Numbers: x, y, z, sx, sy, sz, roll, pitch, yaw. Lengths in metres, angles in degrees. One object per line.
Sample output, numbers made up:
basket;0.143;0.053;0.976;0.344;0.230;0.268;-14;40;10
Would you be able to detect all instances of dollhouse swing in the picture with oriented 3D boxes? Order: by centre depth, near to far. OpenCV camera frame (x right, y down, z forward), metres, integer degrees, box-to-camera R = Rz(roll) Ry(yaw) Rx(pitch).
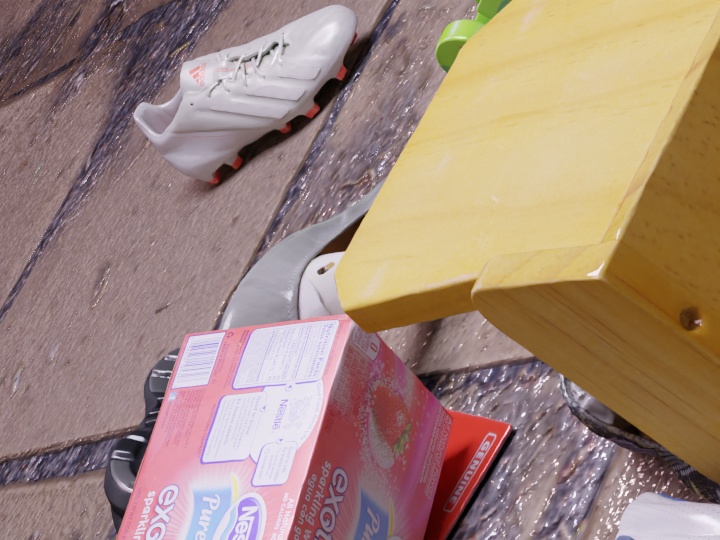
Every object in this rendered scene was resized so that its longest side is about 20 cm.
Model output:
dollhouse swing;0.122;-0.020;0.902;0.200;0.182;0.176;-61;12;-29

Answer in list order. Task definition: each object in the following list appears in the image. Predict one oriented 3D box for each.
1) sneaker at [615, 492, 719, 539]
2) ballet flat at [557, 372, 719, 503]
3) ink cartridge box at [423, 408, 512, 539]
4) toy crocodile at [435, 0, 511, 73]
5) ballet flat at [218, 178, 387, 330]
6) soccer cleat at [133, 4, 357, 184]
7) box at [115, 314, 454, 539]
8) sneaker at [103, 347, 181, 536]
sneaker;0.087;0.152;0.851;0.200;0.081;0.147;-39;17;44
ballet flat;0.128;0.046;0.929;0.072;0.072;0.200;-57;20;-8
ink cartridge box;-0.027;0.137;1.166;0.200;0.043;0.173;-58;19;-10
toy crocodile;0.087;-0.148;1.242;0.200;0.062;0.068;111;-177;-59
ballet flat;0.000;0.000;1.214;0.064;0.068;0.200;-17;17;39
soccer cleat;-0.079;-0.126;1.648;0.200;0.077;0.069;-35;27;41
box;-0.041;0.129;1.074;0.102;0.095;0.201;-9;50;34
sneaker;-0.090;0.102;1.312;0.200;0.075;0.080;-54;-32;-60
